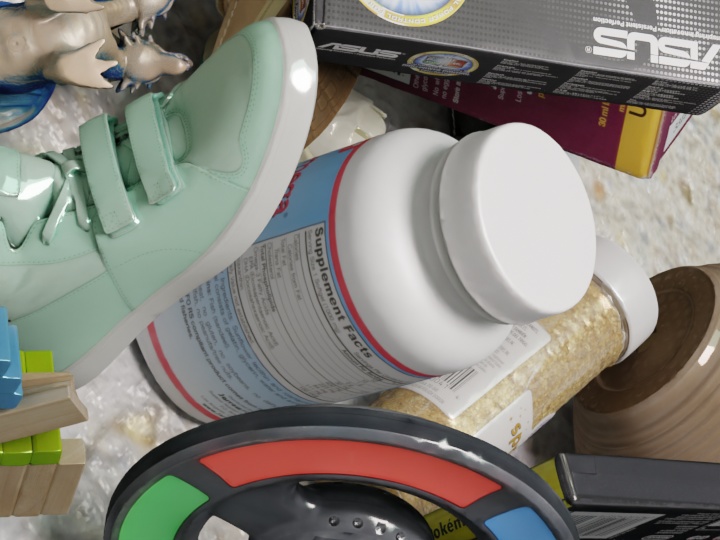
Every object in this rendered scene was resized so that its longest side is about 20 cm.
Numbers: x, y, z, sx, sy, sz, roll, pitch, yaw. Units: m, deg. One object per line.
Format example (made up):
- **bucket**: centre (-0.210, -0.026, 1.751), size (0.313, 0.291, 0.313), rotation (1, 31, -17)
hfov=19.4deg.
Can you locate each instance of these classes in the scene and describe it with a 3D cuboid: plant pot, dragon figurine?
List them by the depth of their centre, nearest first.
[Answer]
- **dragon figurine**: centre (-0.157, -0.088, 0.882), size (0.200, 0.099, 0.059), rotation (-14, 90, -13)
- **plant pot**: centre (0.181, 0.064, 1.127), size (0.093, 0.201, 0.201), rotation (41, 49, -24)

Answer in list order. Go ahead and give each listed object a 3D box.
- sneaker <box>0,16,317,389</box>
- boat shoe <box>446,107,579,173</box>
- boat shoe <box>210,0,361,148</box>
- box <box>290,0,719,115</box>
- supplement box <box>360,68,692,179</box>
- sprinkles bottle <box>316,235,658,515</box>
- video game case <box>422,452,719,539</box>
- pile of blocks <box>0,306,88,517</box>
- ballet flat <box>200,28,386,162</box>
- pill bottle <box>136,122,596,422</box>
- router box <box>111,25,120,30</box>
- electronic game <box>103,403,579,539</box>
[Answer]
- **sneaker**: centre (-0.110, -0.036, 0.828), size (0.118, 0.200, 0.074), rotation (24, 32, -35)
- **boat shoe**: centre (0.083, -0.046, 1.152), size (0.057, 0.069, 0.200), rotation (-19, 94, -50)
- **boat shoe**: centre (-0.032, -0.127, 0.973), size (0.200, 0.064, 0.071), rotation (-62, 145, -29)
- **box**: centre (0.072, -0.162, 0.936), size (0.200, 0.044, 0.160), rotation (7, 75, -16)
- **supplement box**: centre (0.087, -0.147, 1.076), size (0.131, 0.200, 0.103), rotation (-49, 154, -45)
- **sprinkles bottle**: centre (0.065, 0.058, 1.054), size (0.200, 0.068, 0.068), rotation (-37, 106, -33)
- **video game case**: centre (0.088, 0.131, 1.003), size (0.200, 0.181, 0.026), rotation (9, 60, -48)
- **pile of blocks**: centre (-0.151, 0.027, 0.785), size (0.200, 0.082, 0.062), rotation (72, 6, -60)
- **ballet flat**: centre (0.000, -0.048, 1.055), size (0.200, 0.069, 0.069), rotation (53, 43, -22)
- **pill bottle**: centre (0.000, 0.000, 0.931), size (0.109, 0.200, 0.109), rotation (21, 61, -45)
- **router box**: centre (-0.101, -0.226, 1.001), size (0.149, 0.051, 0.200), rotation (56, 42, -17)
- **electronic game**: centre (-0.008, 0.120, 0.880), size (0.200, 0.200, 0.042), rotation (39, 40, -34)
